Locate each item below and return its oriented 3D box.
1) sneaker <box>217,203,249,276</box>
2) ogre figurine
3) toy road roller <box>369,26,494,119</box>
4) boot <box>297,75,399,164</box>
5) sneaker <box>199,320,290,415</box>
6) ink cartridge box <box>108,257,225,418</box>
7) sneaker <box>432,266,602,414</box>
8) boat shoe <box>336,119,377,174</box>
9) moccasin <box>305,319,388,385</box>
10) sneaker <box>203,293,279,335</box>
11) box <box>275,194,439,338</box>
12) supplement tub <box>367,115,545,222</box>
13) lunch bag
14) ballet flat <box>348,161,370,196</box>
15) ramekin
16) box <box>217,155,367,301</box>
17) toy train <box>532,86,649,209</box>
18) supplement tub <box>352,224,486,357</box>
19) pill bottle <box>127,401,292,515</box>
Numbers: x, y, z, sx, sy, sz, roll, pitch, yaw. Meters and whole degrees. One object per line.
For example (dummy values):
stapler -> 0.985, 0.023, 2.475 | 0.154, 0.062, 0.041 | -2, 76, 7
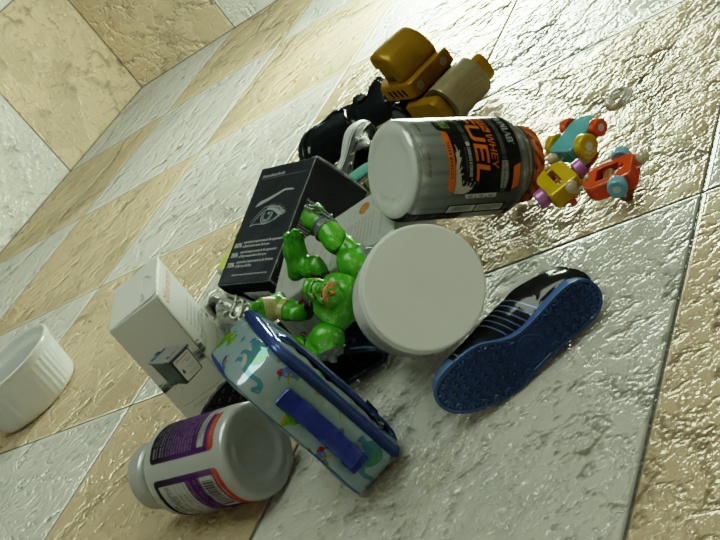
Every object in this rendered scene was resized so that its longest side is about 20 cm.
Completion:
sneaker -> -0.176, -0.071, 2.000 | 0.200, 0.077, 0.075 | -49, 25, -18
ogre figurine -> -0.051, 0.026, 1.404 | 0.119, 0.098, 0.201 | 14, 60, 32
toy road roller -> 0.103, -0.314, 1.911 | 0.123, 0.146, 0.199 | -47, 22, -17
boot -> -0.009, -0.259, 2.083 | 0.167, 0.077, 0.201 | -27, 19, 39
sneaker -> -0.133, 0.148, 1.551 | 0.200, 0.072, 0.083 | -47, -1, -20
ink cartridge box -> -0.244, 0.100, 1.612 | 0.086, 0.200, 0.147 | -37, 21, 7
sneaker -> 0.153, 0.069, 1.209 | 0.199, 0.070, 0.078 | -35, 17, -1
boat shoe -> 0.003, -0.179, 1.929 | 0.066, 0.070, 0.201 | -15, 32, 32
moccasin -> -0.052, 0.118, 1.429 | 0.199, 0.081, 0.068 | -34, 27, 19
sneaker -> -0.161, 0.074, 1.680 | 0.199, 0.087, 0.075 | -6, 45, 55
box -> 0.000, 0.000, 1.530 | 0.199, 0.107, 0.153 | -32, 23, 21
supplement tub -> 0.119, -0.125, 1.450 | 0.198, 0.124, 0.122 | -6, 5, -30
lunch bag -> -0.055, 0.136, 1.235 | 0.083, 0.200, 0.161 | -48, 20, -2
ballet flat -> -0.030, -0.105, 1.830 | 0.199, 0.071, 0.069 | -24, 20, 37
ramekin -> -0.620, 0.202, 2.181 | 0.200, 0.098, 0.201 | -34, 23, 17
box -> -0.097, -0.047, 1.706 | 0.147, 0.104, 0.202 | -4, 60, 53
toy train -> 0.279, -0.126, 1.390 | 0.149, 0.056, 0.201 | -26, 29, 30
supplement tub -> 0.058, 0.026, 1.270 | 0.132, 0.132, 0.200 | -42, -1, -5
pill bottle -> -0.182, 0.225, 1.393 | 0.199, 0.112, 0.112 | -20, 29, 41
